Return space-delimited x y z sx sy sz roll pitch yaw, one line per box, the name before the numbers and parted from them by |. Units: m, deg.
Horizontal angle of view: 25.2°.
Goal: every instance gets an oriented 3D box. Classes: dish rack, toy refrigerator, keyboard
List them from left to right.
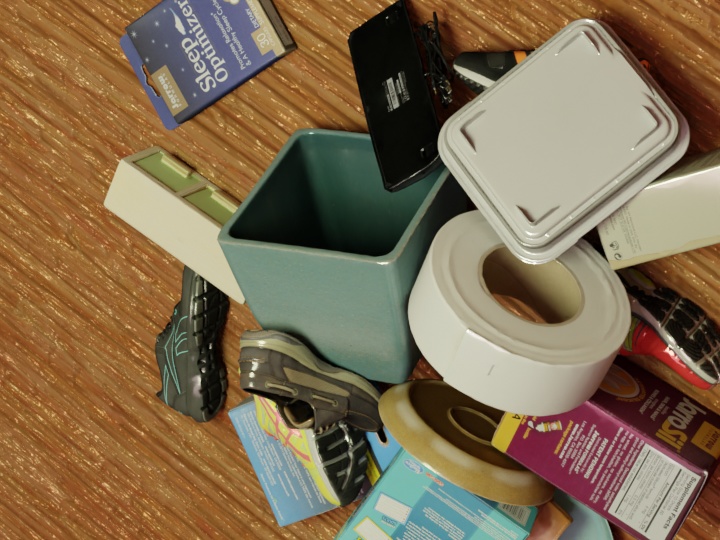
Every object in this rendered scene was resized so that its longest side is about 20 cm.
toy refrigerator | -0.177 -0.055 1.766 0.199 0.076 0.070 34 119 15
keyboard | 0.052 -0.175 1.586 0.103 0.039 0.202 -29 57 26
dish rack | 0.181 -0.125 1.468 0.199 0.044 0.172 -38 70 4

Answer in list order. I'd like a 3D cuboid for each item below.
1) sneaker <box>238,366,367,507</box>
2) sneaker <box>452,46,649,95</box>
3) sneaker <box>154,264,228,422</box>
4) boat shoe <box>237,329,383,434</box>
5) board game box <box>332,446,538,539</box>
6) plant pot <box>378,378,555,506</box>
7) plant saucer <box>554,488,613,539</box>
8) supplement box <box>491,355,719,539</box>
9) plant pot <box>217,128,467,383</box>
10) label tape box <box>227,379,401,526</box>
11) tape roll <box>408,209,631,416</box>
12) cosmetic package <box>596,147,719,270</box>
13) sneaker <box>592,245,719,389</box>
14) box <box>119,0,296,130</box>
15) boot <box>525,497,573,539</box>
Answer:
sneaker | -0.064 0.161 1.709 0.090 0.078 0.202 -30 84 39
sneaker | 0.186 -0.190 1.548 0.198 0.070 0.091 23 87 29
sneaker | -0.198 0.075 1.819 0.078 0.075 0.203 14 111 26
boat shoe | -0.054 0.128 1.622 0.074 0.199 0.074 -5 60 48
board game box | 0.066 0.276 1.648 0.150 0.047 0.201 35 123 1
plant pot | 0.112 0.164 1.613 0.199 0.200 0.028 32 111 15
plant saucer | 0.181 0.287 1.715 0.198 0.027 0.203 8 109 26
supplement box | 0.249 0.162 1.578 0.199 0.131 0.104 31 116 14
plant pot | 0.000 0.000 1.626 0.194 0.196 0.202 7 131 25
label tape box | -0.030 0.181 1.770 0.198 0.063 0.146 -23 94 30
tape roll | 0.146 0.036 1.487 0.201 0.202 0.071 35 133 13
cosmetic package | 0.324 -0.068 1.483 0.198 0.103 0.074 -14 100 32
sneaker | 0.271 0.056 1.575 0.200 0.077 0.086 40 125 23
box | -0.174 -0.242 1.731 0.199 0.032 0.122 -29 91 33
boot | 0.119 0.274 1.695 0.155 0.077 0.201 39 112 7
